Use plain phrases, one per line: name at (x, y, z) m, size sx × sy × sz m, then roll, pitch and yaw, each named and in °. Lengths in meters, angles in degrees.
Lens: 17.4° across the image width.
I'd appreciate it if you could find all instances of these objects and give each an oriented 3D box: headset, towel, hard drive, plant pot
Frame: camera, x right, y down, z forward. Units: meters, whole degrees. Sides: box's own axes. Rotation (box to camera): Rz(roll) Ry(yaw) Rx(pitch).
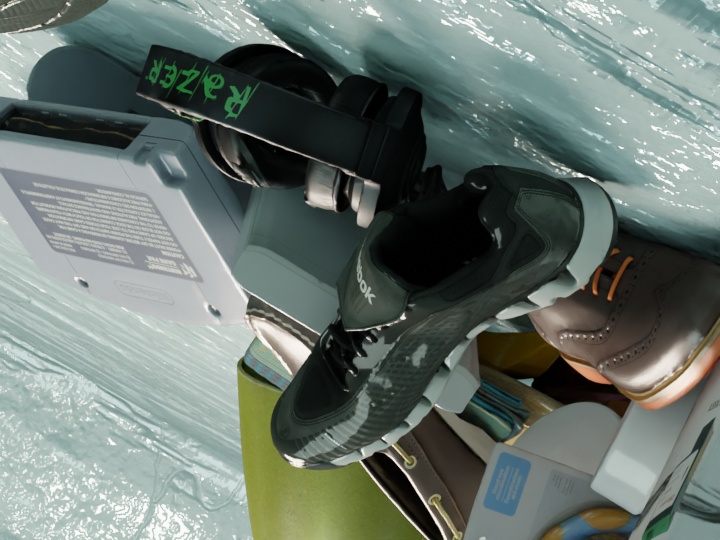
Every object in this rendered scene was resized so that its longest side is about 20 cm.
headset at (-0.022, -0.049, 1.084) m, size 0.123 × 0.095 × 0.199 m, roll 21°, pitch -177°, yaw 37°
towel at (0.009, 0.064, 1.343) m, size 0.146 × 0.022 × 0.200 m, roll 35°, pitch 161°, yaw -2°
hard drive at (0.000, 0.000, 1.215) m, size 0.131 × 0.026 × 0.200 m, roll 31°, pitch -165°, yaw -8°
plant pot at (0.003, 0.168, 1.566) m, size 0.185 × 0.202 × 0.187 m, roll 5°, pitch -170°, yaw -1°

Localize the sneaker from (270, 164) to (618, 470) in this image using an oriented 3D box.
sneaker at (0.017, 0.016, 1.055) m, size 0.090 × 0.200 × 0.067 m, roll 23°, pitch -144°, yaw -45°

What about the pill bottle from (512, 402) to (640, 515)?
pill bottle at (0.162, 0.165, 1.270) m, size 0.200 × 0.110 × 0.109 m, roll 43°, pitch 164°, yaw -31°

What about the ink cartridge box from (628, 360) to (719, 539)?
ink cartridge box at (0.170, 0.106, 1.007) m, size 0.084 × 0.201 × 0.146 m, roll 27°, pitch 169°, yaw 3°

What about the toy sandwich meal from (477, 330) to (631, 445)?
toy sandwich meal at (0.120, 0.078, 1.370) m, size 0.204 × 0.071 × 0.205 m, roll 29°, pitch 169°, yaw 6°

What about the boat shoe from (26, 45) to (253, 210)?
boat shoe at (-0.103, -0.050, 1.351) m, size 0.201 × 0.075 × 0.086 m, roll 31°, pitch 169°, yaw 4°

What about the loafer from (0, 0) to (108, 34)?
loafer at (-0.146, -0.154, 1.055) m, size 0.071 × 0.063 × 0.200 m, roll -12°, pitch 176°, yaw -10°

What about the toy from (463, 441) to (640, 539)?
toy at (0.140, 0.172, 1.171) m, size 0.199 × 0.116 × 0.047 m, roll 21°, pitch 176°, yaw -24°

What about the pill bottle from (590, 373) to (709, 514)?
pill bottle at (0.220, 0.111, 1.139) m, size 0.199 × 0.114 × 0.113 m, roll 28°, pitch 170°, yaw 7°

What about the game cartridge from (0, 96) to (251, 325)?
game cartridge at (-0.130, -0.030, 1.292) m, size 0.199 × 0.042 × 0.133 m, roll 11°, pitch 145°, yaw 44°

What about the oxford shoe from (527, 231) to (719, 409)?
oxford shoe at (0.118, 0.015, 1.090) m, size 0.072 × 0.071 × 0.200 m, roll 37°, pitch 168°, yaw -12°

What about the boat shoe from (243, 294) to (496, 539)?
boat shoe at (0.004, 0.076, 1.248) m, size 0.200 × 0.060 × 0.072 m, roll 44°, pitch 162°, yaw -32°
